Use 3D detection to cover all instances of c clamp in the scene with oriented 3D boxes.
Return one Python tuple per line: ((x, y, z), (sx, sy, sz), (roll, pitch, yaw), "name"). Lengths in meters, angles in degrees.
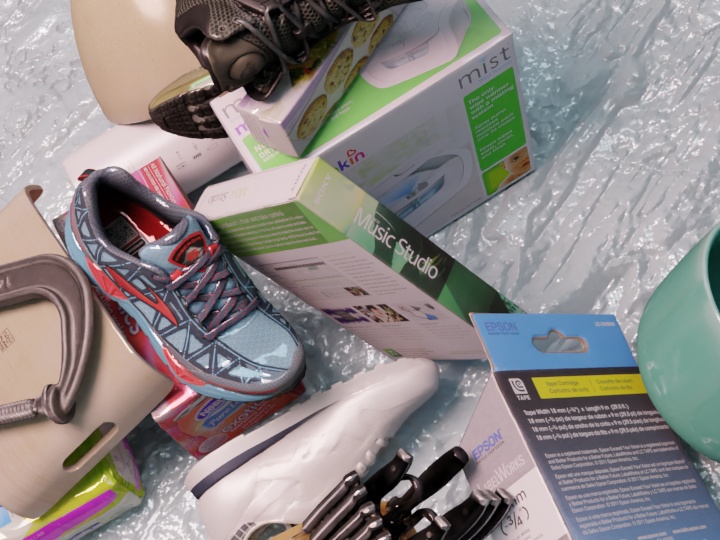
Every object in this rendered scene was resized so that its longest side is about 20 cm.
((-0.260, 0.079, 0.776), (0.200, 0.027, 0.171), (-19, 66, 19), "c clamp")

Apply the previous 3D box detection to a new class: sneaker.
((-0.029, -0.159, 0.699), (0.199, 0.076, 0.114), (1, 63, 21), "sneaker")
((-0.117, 0.009, 0.744), (0.200, 0.096, 0.079), (38, 63, 6), "sneaker")
((-0.023, 0.132, 0.809), (0.200, 0.076, 0.081), (-32, 72, 2), "sneaker")
((-0.075, -0.170, 0.849), (0.200, 0.077, 0.089), (-31, 64, -11), "sneaker")

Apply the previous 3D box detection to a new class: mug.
((0.271, 0.059, 0.734), (0.185, 0.114, 0.152), (22, 51, -8), "mug")

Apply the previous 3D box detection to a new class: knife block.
((0.007, 0.187, 0.710), (0.175, 0.200, 0.064), (-23, 60, -12), "knife block")

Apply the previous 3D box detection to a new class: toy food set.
((-0.235, 0.054, 0.816), (0.143, 0.060, 0.200), (-43, 67, 8), "toy food set")

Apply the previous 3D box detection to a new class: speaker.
((-0.144, -0.109, 0.946), (0.200, 0.081, 0.081), (-33, 61, -3), "speaker")

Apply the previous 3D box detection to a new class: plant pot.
((-0.157, -0.232, 0.929), (0.200, 0.135, 0.200), (-23, 29, 13), "plant pot")

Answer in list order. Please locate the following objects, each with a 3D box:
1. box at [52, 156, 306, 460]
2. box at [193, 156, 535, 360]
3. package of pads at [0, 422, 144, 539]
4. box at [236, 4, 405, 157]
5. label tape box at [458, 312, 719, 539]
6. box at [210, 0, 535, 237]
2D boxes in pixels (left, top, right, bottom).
((-0.138, 0.027, 0.868), (0.103, 0.095, 0.200), (-31, 61, -4), "box")
((0.000, 0.000, 0.763), (0.144, 0.200, 0.036), (-6, 55, 55), "box")
((-0.266, 0.122, 0.867), (0.154, 0.068, 0.200), (-30, 61, -2), "package of pads")
((-0.009, -0.167, 0.764), (0.039, 0.041, 0.200), (24, 69, 26), "box")
((0.141, 0.127, 0.723), (0.063, 0.144, 0.200), (-49, 52, 38), "label tape box")
((0.016, -0.102, 0.849), (0.200, 0.177, 0.097), (-32, 61, -4), "box")
